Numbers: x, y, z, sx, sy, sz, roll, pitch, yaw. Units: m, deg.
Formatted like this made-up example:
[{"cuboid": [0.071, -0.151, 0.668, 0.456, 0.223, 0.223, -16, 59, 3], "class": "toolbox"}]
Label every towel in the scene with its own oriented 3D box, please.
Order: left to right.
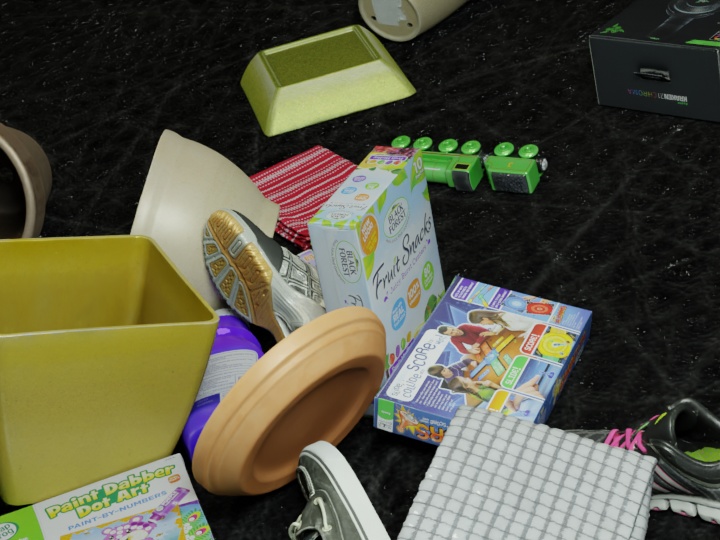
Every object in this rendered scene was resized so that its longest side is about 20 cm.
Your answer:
[{"cuboid": [-0.052, -0.087, 1.845, 0.144, 0.023, 0.200, -26, 32, -23], "class": "towel"}, {"cuboid": [0.117, 0.201, 1.187, 0.164, 0.086, 0.200, 18, 41, 10], "class": "towel"}]

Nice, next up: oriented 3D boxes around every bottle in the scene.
[{"cuboid": [-0.121, 0.104, 1.495, 0.083, 0.066, 0.200, -13, 29, 1], "class": "bottle"}]

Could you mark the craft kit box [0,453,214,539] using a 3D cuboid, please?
[{"cuboid": [-0.211, 0.244, 1.315, 0.199, 0.049, 0.198, -19, 27, -11], "class": "craft kit box"}]

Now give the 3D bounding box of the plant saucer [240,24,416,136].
[{"cuboid": [-0.049, -0.255, 2.108, 0.198, 0.048, 0.200, -16, 29, -7], "class": "plant saucer"}]

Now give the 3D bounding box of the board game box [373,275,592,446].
[{"cuboid": [0.110, 0.084, 1.439, 0.134, 0.035, 0.200, 15, 37, 19], "class": "board game box"}]

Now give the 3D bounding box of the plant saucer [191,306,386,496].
[{"cuboid": [-0.049, 0.115, 1.344, 0.200, 0.201, 0.037, -31, 63, -30], "class": "plant saucer"}]

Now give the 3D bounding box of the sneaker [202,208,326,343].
[{"cuboid": [-0.065, 0.018, 1.542, 0.088, 0.200, 0.076, -36, -5, -43], "class": "sneaker"}]

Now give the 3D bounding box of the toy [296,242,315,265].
[{"cuboid": [0.000, 0.000, 1.647, 0.114, 0.048, 0.200, -23, 30, -14], "class": "toy"}]

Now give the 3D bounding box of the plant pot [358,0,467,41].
[{"cuboid": [0.079, -0.408, 2.218, 0.186, 0.188, 0.201, 7, 49, 32], "class": "plant pot"}]

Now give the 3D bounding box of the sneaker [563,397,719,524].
[{"cuboid": [0.230, 0.138, 1.274, 0.199, 0.088, 0.074, 6, 34, 30], "class": "sneaker"}]

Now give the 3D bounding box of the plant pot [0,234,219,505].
[{"cuboid": [-0.254, 0.089, 1.428, 0.199, 0.178, 0.200, -3, 24, -26], "class": "plant pot"}]

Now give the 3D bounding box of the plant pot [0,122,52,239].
[{"cuboid": [-0.431, -0.095, 1.868, 0.199, 0.202, 0.175, -5, 13, 13], "class": "plant pot"}]

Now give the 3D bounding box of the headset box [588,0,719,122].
[{"cuboid": [0.383, -0.256, 1.893, 0.173, 0.093, 0.200, 15, 40, 41], "class": "headset box"}]

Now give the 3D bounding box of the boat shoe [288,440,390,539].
[{"cuboid": [-0.022, 0.203, 1.281, 0.063, 0.071, 0.200, -18, 31, -13], "class": "boat shoe"}]

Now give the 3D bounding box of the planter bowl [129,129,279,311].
[{"cuboid": [-0.157, -0.024, 1.633, 0.134, 0.201, 0.201, 16, 31, -4], "class": "planter bowl"}]

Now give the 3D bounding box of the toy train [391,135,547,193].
[{"cuboid": [0.110, -0.115, 1.814, 0.199, 0.042, 0.057, 6, 45, 30], "class": "toy train"}]

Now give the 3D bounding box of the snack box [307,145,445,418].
[{"cuboid": [0.021, 0.011, 1.463, 0.053, 0.201, 0.142, 4, 33, 26], "class": "snack box"}]
